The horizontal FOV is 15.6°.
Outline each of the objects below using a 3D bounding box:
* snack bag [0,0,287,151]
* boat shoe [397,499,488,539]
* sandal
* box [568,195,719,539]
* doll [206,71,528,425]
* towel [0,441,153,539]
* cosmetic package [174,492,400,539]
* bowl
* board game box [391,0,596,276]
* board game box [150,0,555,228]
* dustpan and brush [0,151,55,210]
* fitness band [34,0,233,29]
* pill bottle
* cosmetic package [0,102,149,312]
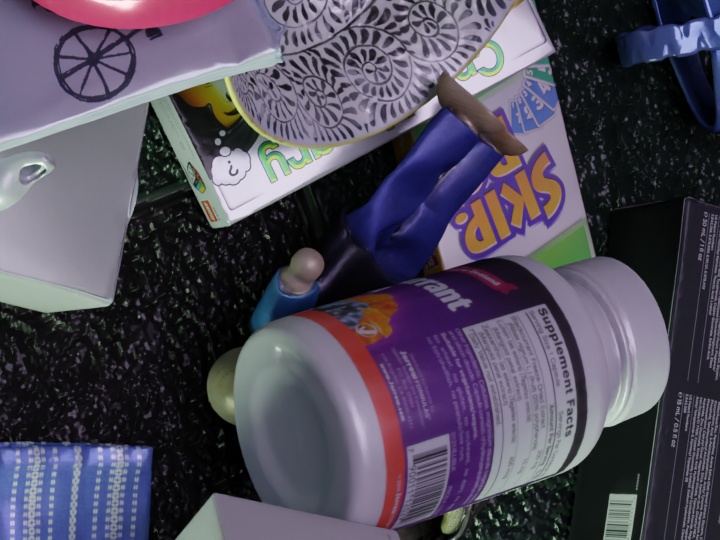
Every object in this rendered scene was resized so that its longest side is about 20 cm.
[{"bbox_3d":[-0.153,-0.135,1.133,0.199,0.021,0.189,-20,64,-11],"label":"snack bag"},{"bbox_3d":[0.032,0.112,1.332,0.201,0.066,0.072,-36,104,-25],"label":"boat shoe"},{"bbox_3d":[0.212,-0.109,1.443,0.200,0.079,0.087,38,74,-13],"label":"sandal"},{"bbox_3d":[0.199,0.074,1.420,0.140,0.079,0.201,13,81,-25],"label":"box"},{"bbox_3d":[0.000,0.000,1.297,0.200,0.048,0.136,-49,155,2],"label":"doll"},{"bbox_3d":[-0.189,0.151,1.232,0.199,0.024,0.146,3,87,-29],"label":"towel"},{"bbox_3d":[-0.066,0.199,1.192,0.107,0.200,0.085,14,39,-32],"label":"cosmetic package"},{"bbox_3d":[-0.011,-0.166,1.234,0.200,0.094,0.201,-30,143,-25],"label":"bowl"},{"bbox_3d":[0.063,-0.068,1.383,0.095,0.030,0.201,-16,98,-28],"label":"board game box"},{"bbox_3d":[-0.014,-0.122,1.318,0.199,0.035,0.127,-29,99,-17],"label":"board game box"},{"bbox_3d":[-0.216,-0.002,1.127,0.140,0.199,0.057,44,38,-48],"label":"dustpan and brush"},{"bbox_3d":[-0.106,-0.187,1.122,0.143,0.038,0.200,-21,59,-13],"label":"fitness band"},{"bbox_3d":[0.048,0.055,1.263,0.199,0.111,0.112,-16,95,-32],"label":"pill bottle"},{"bbox_3d":[-0.205,-0.053,1.199,0.199,0.090,0.107,18,77,-30],"label":"cosmetic package"}]
